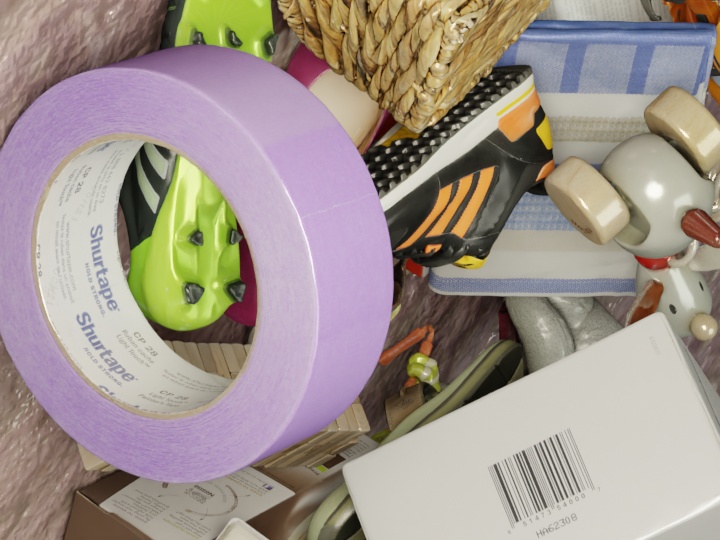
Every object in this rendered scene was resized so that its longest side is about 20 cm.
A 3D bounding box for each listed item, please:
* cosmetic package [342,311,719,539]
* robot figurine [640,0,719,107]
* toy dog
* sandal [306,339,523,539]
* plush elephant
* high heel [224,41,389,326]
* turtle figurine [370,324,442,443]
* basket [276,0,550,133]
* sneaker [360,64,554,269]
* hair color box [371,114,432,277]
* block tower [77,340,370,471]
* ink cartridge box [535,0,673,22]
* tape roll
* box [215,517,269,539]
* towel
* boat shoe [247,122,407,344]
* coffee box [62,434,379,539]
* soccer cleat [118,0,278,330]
[{"bbox_3d":[0.126,0.146,1.645,0.199,0.123,0.200,-26,150,8],"label":"cosmetic package"},{"bbox_3d":[0.205,-0.188,1.665,0.200,0.058,0.145,57,43,-43],"label":"robot figurine"},{"bbox_3d":[0.181,-0.013,1.619,0.132,0.096,0.200,-48,146,10],"label":"toy dog"},{"bbox_3d":[0.030,0.097,1.717,0.201,0.057,0.080,-36,141,-36],"label":"sandal"},{"bbox_3d":[0.105,0.085,1.898,0.155,0.200,0.165,-42,161,-3],"label":"plush elephant"},{"bbox_3d":[-0.018,-0.061,1.566,0.067,0.096,0.200,39,89,-29],"label":"high heel"},{"bbox_3d":[0.021,0.147,1.828,0.161,0.064,0.200,-95,-151,-63],"label":"turtle figurine"},{"bbox_3d":[0.038,-0.191,1.527,0.200,0.149,0.143,-49,171,-26],"label":"basket"},{"bbox_3d":[0.035,-0.028,1.548,0.200,0.070,0.090,-39,116,-33],"label":"sneaker"},{"bbox_3d":[0.078,-0.097,1.754,0.200,0.064,0.111,-37,146,-37],"label":"hair color box"},{"bbox_3d":[-0.075,0.075,1.614,0.054,0.058,0.200,-31,161,31],"label":"block tower"},{"bbox_3d":[0.100,-0.189,1.668,0.200,0.047,0.160,-26,119,-25],"label":"ink cartridge box"},{"bbox_3d":[-0.084,-0.003,1.389,0.066,0.200,0.200,-21,135,-52],"label":"tape roll"},{"bbox_3d":[-0.030,0.238,1.651,0.109,0.128,0.200,-53,156,-6],"label":"box"},{"bbox_3d":[0.119,-0.062,1.669,0.147,0.024,0.200,-1,132,-9],"label":"towel"},{"bbox_3d":[0.000,0.000,1.671,0.200,0.060,0.072,-56,170,33],"label":"boat shoe"},{"bbox_3d":[-0.086,0.159,1.706,0.200,0.080,0.115,-24,137,-52],"label":"coffee box"},{"bbox_3d":[-0.090,-0.071,1.471,0.067,0.081,0.200,5,93,-42],"label":"soccer cleat"}]
